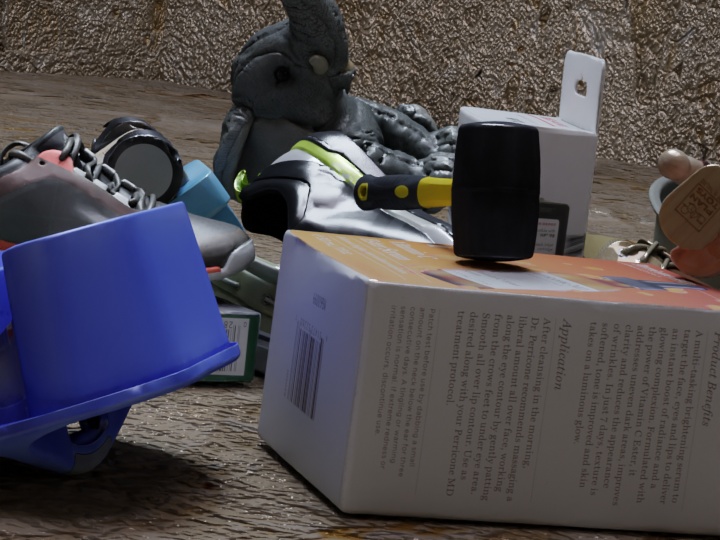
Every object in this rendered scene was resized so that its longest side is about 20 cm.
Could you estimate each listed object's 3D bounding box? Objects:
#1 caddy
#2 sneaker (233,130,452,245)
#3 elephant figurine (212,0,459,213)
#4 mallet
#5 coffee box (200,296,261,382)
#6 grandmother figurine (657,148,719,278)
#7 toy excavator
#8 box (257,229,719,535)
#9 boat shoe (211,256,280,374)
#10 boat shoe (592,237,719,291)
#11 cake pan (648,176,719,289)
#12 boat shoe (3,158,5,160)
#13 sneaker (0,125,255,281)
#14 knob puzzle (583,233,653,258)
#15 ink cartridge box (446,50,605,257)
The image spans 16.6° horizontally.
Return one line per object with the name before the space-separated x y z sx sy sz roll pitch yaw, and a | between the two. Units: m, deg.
caddy | -0.134 0.038 1.083 0.141 0.105 0.200 -16 2 13
sneaker | 0.000 0.000 1.358 0.083 0.072 0.200 -29 46 -20
elephant figurine | -0.037 -0.102 1.604 0.200 0.155 0.142 39 -4 -21
mallet | 0.037 -0.048 1.217 0.041 0.066 0.200 3 8 -20
coffee box | -0.168 0.028 1.347 0.200 0.044 0.123 3 8 -33
grandmother figurine | 0.201 -0.019 1.270 0.121 0.061 0.200 50 13 14
toy excavator | -0.095 -0.006 1.535 0.194 0.200 0.100 -35 15 -5
box | 0.070 0.051 1.161 0.200 0.106 0.152 5 7 -18
boat shoe | -0.029 0.029 1.403 0.200 0.062 0.072 13 9 33
boat shoe | 0.147 0.017 1.350 0.200 0.072 0.076 -1 -4 24
cake pan | 0.264 -0.001 1.497 0.200 0.037 0.200 16 22 -6
boat shoe | -0.312 -0.052 1.518 0.200 0.069 0.074 -14 13 -14
sneaker | -0.155 -0.037 1.366 0.200 0.082 0.077 6 5 -5
knob puzzle | 0.229 0.052 1.460 0.219 0.030 0.220 17 26 -9
ink cartridge box | 0.091 -0.032 1.464 0.067 0.200 0.116 6 7 -7
